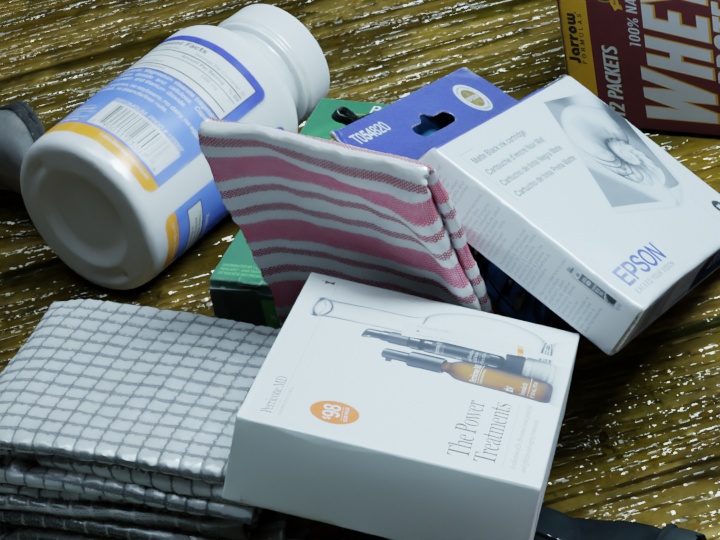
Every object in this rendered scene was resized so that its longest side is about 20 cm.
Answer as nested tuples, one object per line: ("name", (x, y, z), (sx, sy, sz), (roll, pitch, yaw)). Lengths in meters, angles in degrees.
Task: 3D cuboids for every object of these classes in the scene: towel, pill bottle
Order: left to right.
("towel", (-0.104, 0.093, 1.500), (0.200, 0.086, 0.166), (7, 30, 16))
("pill bottle", (-0.111, -0.085, 1.733), (0.112, 0.112, 0.200), (16, 42, 34))
("towel", (0.000, 0.000, 1.504), (0.146, 0.200, 0.030), (12, 55, 30))

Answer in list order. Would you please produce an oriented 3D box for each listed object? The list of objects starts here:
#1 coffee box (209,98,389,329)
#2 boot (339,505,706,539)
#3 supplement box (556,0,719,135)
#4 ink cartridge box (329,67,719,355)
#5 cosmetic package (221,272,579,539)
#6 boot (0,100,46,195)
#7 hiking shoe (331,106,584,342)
("coffee box", (0.000, -0.032, 1.683), (0.123, 0.044, 0.200), (5, 38, 19))
("boot", (0.061, 0.174, 1.338), (0.168, 0.077, 0.200), (10, 33, 23))
("supplement box", (0.251, -0.194, 1.762), (0.197, 0.133, 0.200), (7, 38, 24))
("ink cartridge box", (0.107, -0.052, 1.547), (0.200, 0.041, 0.200), (37, 28, 11))
("cosmetic package", (0.025, 0.071, 1.386), (0.151, 0.052, 0.200), (11, 22, 5))
("boot", (-0.277, -0.061, 1.800), (0.132, 0.070, 0.200), (-30, 27, -20))
("hiking shoe", (0.059, -0.022, 1.591), (0.087, 0.074, 0.200), (-8, 45, -32))
